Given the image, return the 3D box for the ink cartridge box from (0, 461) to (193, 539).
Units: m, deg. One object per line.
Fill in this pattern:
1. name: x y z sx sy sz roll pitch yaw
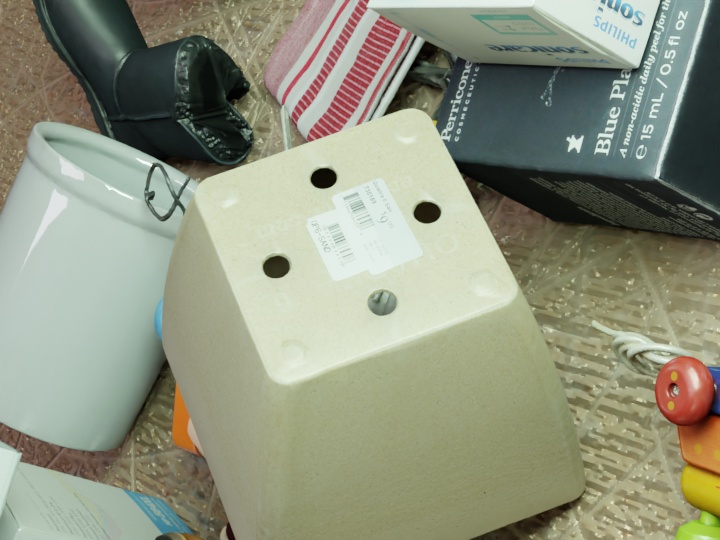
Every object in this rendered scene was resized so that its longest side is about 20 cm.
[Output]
1. ink cartridge box: -0.220 0.219 1.260 0.125 0.199 0.130 37 102 53

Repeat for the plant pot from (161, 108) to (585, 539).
1. plant pot: -0.001 0.033 0.985 0.198 0.178 0.201 -20 57 -9

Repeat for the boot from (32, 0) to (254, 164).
1. boot: -0.169 -0.175 1.436 0.167 0.076 0.202 -2 115 53

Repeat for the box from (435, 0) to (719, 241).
1. box: 0.161 -0.130 1.008 0.199 0.117 0.199 10 81 55

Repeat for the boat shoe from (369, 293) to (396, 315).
1. boat shoe: 0.000 0.000 1.192 0.071 0.069 0.202 -1 70 51

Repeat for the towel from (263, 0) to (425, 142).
1. towel: -0.011 -0.164 1.305 0.145 0.023 0.200 -60 26 13

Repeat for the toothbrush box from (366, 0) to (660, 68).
1. toothbrush box: 0.103 -0.215 0.957 0.146 0.085 0.202 13 83 55

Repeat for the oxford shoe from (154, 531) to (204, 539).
1. oxford shoe: -0.088 0.200 1.112 0.200 0.070 0.072 96 160 -67

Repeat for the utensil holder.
1. utensil holder: -0.212 0.014 1.384 0.170 0.169 0.202 40 107 53

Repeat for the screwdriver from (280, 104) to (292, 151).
1. screwdriver: -0.045 -0.014 1.202 0.028 0.029 0.202 -117 14 -63

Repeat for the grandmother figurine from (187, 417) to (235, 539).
1. grandmother figurine: -0.072 0.118 1.138 0.200 0.060 0.123 -145 57 -77

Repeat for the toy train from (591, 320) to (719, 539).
1. toy train: 0.178 0.101 0.909 0.199 0.084 0.117 16 99 55

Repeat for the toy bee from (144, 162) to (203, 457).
1. toy bee: -0.085 0.028 1.283 0.131 0.108 0.202 40 131 48

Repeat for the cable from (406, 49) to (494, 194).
1. cable: 0.062 -0.123 1.192 0.097 0.050 0.201 -41 43 25

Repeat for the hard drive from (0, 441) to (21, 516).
1. hard drive: -0.284 0.197 1.161 0.131 0.026 0.202 14 85 55
